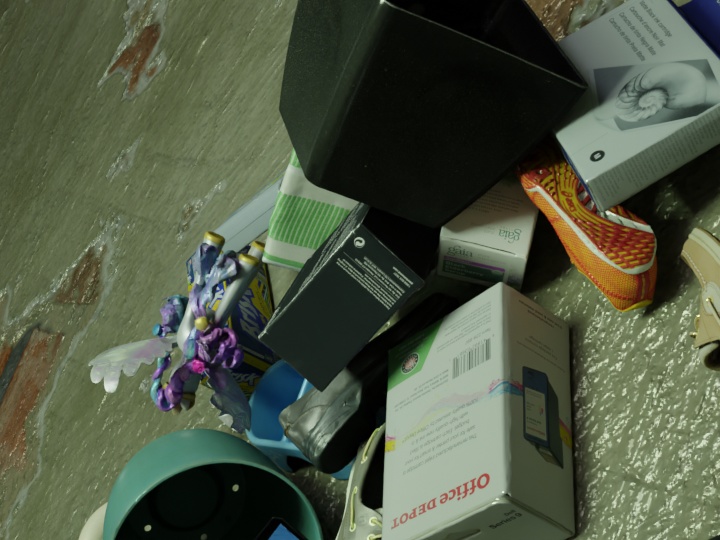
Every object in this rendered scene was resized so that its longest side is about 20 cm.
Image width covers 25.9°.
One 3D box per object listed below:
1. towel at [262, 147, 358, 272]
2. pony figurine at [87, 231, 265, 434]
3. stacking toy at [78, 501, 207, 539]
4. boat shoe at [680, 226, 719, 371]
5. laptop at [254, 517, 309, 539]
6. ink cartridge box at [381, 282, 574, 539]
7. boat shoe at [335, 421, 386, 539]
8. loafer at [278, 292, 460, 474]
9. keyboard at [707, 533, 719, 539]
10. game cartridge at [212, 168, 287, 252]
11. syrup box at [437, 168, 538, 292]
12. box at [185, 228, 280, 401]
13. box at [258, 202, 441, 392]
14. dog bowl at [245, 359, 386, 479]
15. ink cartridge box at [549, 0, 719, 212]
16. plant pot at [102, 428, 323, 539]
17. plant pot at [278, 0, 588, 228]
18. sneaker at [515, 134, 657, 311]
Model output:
[{"bbox_3d":[0.001,-0.074,1.472,0.023,0.151,0.202,-96,24,-58],"label":"towel"},{"bbox_3d":[-0.158,0.068,1.531,0.193,0.165,0.202,-65,-1,-82],"label":"pony figurine"},{"bbox_3d":[-0.240,0.330,1.602,0.200,0.145,0.147,127,155,-51],"label":"stacking toy"},{"bbox_3d":[0.268,0.044,1.106,0.069,0.074,0.201,-44,34,14],"label":"boat shoe"},{"bbox_3d":[-0.059,0.345,1.307,0.178,0.103,0.200,-52,31,14],"label":"laptop"},{"bbox_3d":[0.094,0.136,1.274,0.145,0.087,0.202,-33,38,38],"label":"ink cartridge box"},{"bbox_3d":[0.018,0.215,1.314,0.203,0.071,0.061,-84,13,-45],"label":"boat shoe"},{"bbox_3d":[0.009,0.087,1.405,0.072,0.073,0.200,35,69,32],"label":"loafer"},{"bbox_3d":[0.201,0.264,1.075,0.199,0.021,0.128,-37,32,35],"label":"keyboard"},{"bbox_3d":[-0.079,-0.086,1.672,0.133,0.041,0.200,-39,5,36],"label":"game cartridge"},{"bbox_3d":[0.127,-0.090,1.393,0.082,0.078,0.202,89,-165,-67],"label":"syrup box"},{"bbox_3d":[-0.140,0.049,1.707,0.064,0.070,0.201,-46,33,26],"label":"box"},{"bbox_3d":[0.000,0.000,1.381,0.141,0.079,0.200,-45,6,22],"label":"box"},{"bbox_3d":[-0.044,0.137,1.512,0.199,0.049,0.113,-3,62,56],"label":"dog bowl"},{"bbox_3d":[0.243,-0.158,1.275,0.199,0.041,0.200,-29,36,5],"label":"ink cartridge box"},{"bbox_3d":[-0.148,0.238,1.449,0.202,0.200,0.161,-56,23,5],"label":"plant pot"},{"bbox_3d":[0.038,-0.157,1.306,0.178,0.198,0.200,-60,29,25],"label":"plant pot"},{"bbox_3d":[0.178,-0.042,1.287,0.072,0.078,0.201,-15,45,-10],"label":"sneaker"}]
